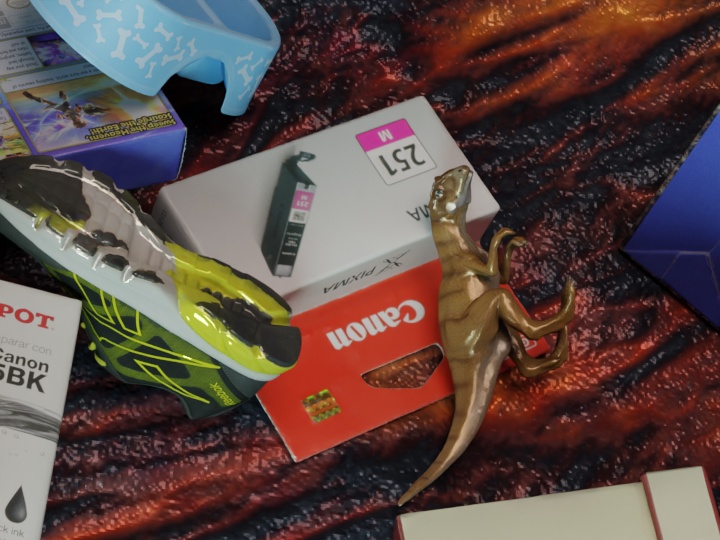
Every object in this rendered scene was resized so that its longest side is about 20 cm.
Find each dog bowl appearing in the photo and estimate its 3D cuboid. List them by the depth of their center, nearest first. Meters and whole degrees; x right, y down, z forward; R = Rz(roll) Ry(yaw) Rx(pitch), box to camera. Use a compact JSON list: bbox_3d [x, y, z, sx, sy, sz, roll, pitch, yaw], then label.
[{"bbox_3d":[-0.117,-0.153,1.315,0.112,0.050,0.200,51,19,21],"label":"dog bowl"}]

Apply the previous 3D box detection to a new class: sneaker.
[{"bbox_3d":[-0.132,0.017,1.226,0.199,0.085,0.075,34,32,-10],"label":"sneaker"}]

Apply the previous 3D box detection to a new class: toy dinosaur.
[{"bbox_3d":[0.071,0.042,1.319,0.105,0.060,0.202,0,75,-3],"label":"toy dinosaur"}]

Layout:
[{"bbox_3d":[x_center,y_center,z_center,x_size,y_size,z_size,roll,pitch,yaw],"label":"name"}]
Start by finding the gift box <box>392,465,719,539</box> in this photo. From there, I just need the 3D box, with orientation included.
[{"bbox_3d":[0.113,0.215,1.149,0.185,0.200,0.186,-7,63,-7],"label":"gift box"}]

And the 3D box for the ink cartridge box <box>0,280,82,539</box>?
[{"bbox_3d":[-0.232,0.097,1.150,0.146,0.083,0.201,14,54,-13],"label":"ink cartridge box"}]

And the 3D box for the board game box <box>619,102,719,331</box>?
[{"bbox_3d":[0.278,-0.081,1.417,0.097,0.160,0.200,40,52,8],"label":"board game box"}]

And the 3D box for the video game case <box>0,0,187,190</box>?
[{"bbox_3d":[-0.227,-0.106,1.293,0.199,0.046,0.182,-14,50,-27],"label":"video game case"}]

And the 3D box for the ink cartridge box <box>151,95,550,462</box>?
[{"bbox_3d":[0.000,0.000,1.331,0.199,0.044,0.174,-21,66,-31],"label":"ink cartridge box"}]
